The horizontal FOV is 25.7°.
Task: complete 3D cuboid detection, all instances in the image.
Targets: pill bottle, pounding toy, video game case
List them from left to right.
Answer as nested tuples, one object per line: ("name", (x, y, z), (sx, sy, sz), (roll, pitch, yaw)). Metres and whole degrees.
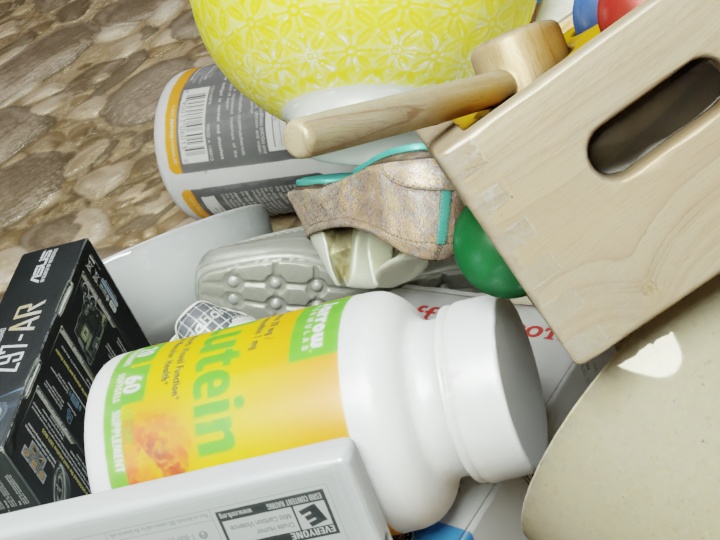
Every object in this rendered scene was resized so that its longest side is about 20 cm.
("video game case", (-0.066, 0.175, 0.723), (0.198, 0.184, 0.023), (-14, 22, 16))
("pill bottle", (-0.041, -0.101, 1.140), (0.198, 0.117, 0.117), (-6, 38, 27))
("pill bottle", (-0.018, 0.073, 0.738), (0.198, 0.112, 0.112), (-14, 35, 17))
("pounding toy", (0.088, -0.062, 0.651), (0.199, 0.143, 0.184), (-35, 8, 4))

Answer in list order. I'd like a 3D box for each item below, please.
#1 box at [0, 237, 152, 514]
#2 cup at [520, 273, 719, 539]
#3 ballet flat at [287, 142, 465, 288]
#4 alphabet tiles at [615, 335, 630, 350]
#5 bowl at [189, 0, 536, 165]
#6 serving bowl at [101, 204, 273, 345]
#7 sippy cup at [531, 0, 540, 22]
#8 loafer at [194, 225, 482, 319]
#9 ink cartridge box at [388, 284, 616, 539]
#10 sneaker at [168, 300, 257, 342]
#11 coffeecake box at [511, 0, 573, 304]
("box", (-0.138, 0.111, 0.841), (0.043, 0.201, 0.161), (-13, 36, 18))
("cup", (0.188, 0.092, 0.686), (0.200, 0.201, 0.143), (-38, 63, -17))
("ballet flat", (0.005, -0.024, 0.843), (0.067, 0.068, 0.200), (-3, -1, -15))
("alphabet tiles", (0.200, 0.005, 0.927), (0.198, 0.015, 0.196), (-27, 34, -2))
("bowl", (0.003, -0.119, 0.849), (0.198, 0.200, 0.109), (-8, 77, 25))
("serving bowl", (-0.139, 0.027, 1.029), (0.198, 0.066, 0.200), (-25, -2, -1))
("sippy cup", (0.092, -0.122, 1.004), (0.129, 0.180, 0.139), (-23, 13, -28))
("loafer", (0.000, 0.000, 0.944), (0.197, 0.071, 0.070), (0, 36, -6))
("ink cartridge box", (0.035, 0.109, 0.831), (0.145, 0.086, 0.200), (6, 43, 38))
("sneaker", (-0.072, 0.059, 0.907), (0.077, 0.080, 0.200), (-53, 0, -15))
("coffeecake box", (0.156, -0.080, 0.832), (0.152, 0.073, 0.202), (3, 57, 34))
